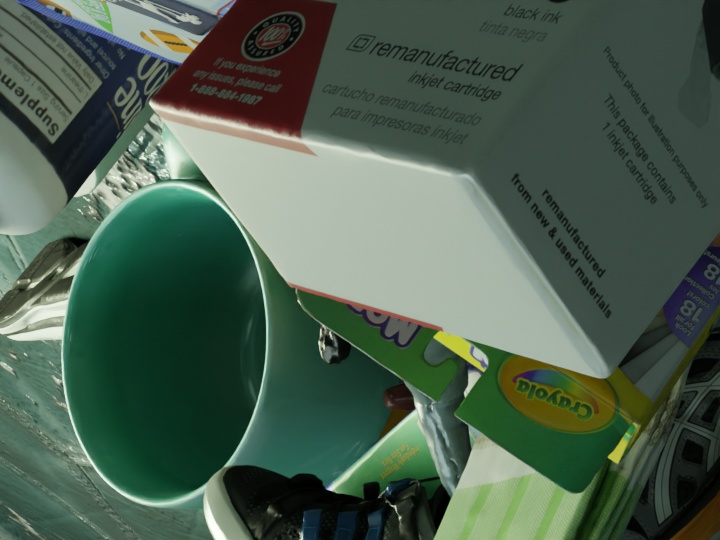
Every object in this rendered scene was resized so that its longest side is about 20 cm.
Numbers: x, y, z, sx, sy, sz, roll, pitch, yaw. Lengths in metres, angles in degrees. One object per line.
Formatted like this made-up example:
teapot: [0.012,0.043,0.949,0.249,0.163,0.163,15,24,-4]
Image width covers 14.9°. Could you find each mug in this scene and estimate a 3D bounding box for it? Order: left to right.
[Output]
mug: [-0.047,0.023,1.318,0.114,0.186,0.152,5,-155,-45]

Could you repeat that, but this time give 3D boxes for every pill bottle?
pill bottle: [-0.148,-0.087,1.167,0.111,0.200,0.111,33,163,12]

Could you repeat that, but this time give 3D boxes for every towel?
towel: [0.093,0.028,1.002,0.031,0.201,0.149,29,165,-12]

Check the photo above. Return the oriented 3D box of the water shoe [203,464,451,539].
water shoe: [0.020,0.114,1.116,0.200,0.079,0.071,32,-162,36]

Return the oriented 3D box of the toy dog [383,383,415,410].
toy dog: [0.057,0.066,1.306,0.096,0.133,0.200,-5,150,-2]

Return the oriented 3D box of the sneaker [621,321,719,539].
sneaker: [0.121,0.056,1.031,0.077,0.200,0.078,47,165,0]

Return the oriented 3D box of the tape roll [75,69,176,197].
tape roll: [-0.190,-0.127,1.369,0.202,0.071,0.203,33,162,12]

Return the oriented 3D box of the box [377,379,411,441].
box: [0.041,0.114,1.431,0.041,0.120,0.200,-10,155,10]

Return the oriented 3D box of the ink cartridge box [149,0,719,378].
ink cartridge box: [0.061,-0.082,0.779,0.144,0.200,0.084,15,149,50]

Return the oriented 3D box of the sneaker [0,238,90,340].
sneaker: [-0.157,0.041,1.724,0.115,0.076,0.200,44,159,-17]

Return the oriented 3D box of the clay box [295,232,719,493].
clay box: [0.076,-0.032,0.870,0.115,0.200,0.048,34,163,9]

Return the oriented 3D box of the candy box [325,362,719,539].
candy box: [0.091,0.132,1.154,0.200,0.077,0.169,51,143,4]

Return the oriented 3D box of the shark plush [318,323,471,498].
shark plush: [0.000,0.000,1.036,0.090,0.083,0.201,16,135,30]

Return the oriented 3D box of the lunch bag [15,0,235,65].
lunch bag: [-0.081,-0.159,0.936,0.200,0.124,0.170,51,164,-5]
